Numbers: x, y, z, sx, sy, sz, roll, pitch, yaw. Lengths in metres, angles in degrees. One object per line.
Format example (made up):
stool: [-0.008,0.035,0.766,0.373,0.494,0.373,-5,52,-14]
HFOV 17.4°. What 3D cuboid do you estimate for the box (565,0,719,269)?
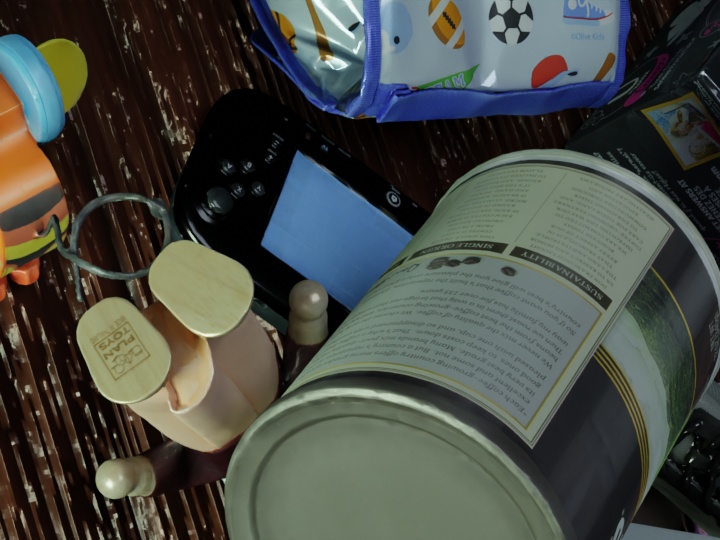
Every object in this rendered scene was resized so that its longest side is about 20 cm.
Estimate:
box: [0.225,-0.091,1.236,0.132,0.115,0.200,49,53,-10]

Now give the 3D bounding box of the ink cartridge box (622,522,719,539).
ink cartridge box: [0.126,0.172,0.931,0.200,0.199,0.041,-34,122,-48]

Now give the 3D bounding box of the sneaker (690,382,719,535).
sneaker: [0.239,0.108,1.196,0.199,0.080,0.089,5,74,-27]

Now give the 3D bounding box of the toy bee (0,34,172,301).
toy bee: [-0.165,-0.039,0.971,0.130,0.109,0.201,-10,56,-19]

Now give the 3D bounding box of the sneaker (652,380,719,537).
sneaker: [0.153,0.081,1.100,0.200,0.074,0.079,44,25,28]

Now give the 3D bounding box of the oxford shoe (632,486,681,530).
oxford shoe: [0.083,0.126,1.078,0.199,0.072,0.072,-9,76,-37]

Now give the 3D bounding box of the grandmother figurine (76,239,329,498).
grandmother figurine: [-0.056,0.056,0.963,0.121,0.200,0.061,-31,66,3]

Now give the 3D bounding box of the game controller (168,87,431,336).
game controller: [0.000,0.000,1.092,0.200,0.042,0.105,36,56,-19]

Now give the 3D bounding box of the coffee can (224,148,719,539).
coffee can: [0.053,0.059,0.959,0.147,0.146,0.200,50,39,-8]

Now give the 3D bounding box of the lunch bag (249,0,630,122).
lunch bag: [0.028,-0.163,1.125,0.169,0.124,0.201,-7,68,-37]
